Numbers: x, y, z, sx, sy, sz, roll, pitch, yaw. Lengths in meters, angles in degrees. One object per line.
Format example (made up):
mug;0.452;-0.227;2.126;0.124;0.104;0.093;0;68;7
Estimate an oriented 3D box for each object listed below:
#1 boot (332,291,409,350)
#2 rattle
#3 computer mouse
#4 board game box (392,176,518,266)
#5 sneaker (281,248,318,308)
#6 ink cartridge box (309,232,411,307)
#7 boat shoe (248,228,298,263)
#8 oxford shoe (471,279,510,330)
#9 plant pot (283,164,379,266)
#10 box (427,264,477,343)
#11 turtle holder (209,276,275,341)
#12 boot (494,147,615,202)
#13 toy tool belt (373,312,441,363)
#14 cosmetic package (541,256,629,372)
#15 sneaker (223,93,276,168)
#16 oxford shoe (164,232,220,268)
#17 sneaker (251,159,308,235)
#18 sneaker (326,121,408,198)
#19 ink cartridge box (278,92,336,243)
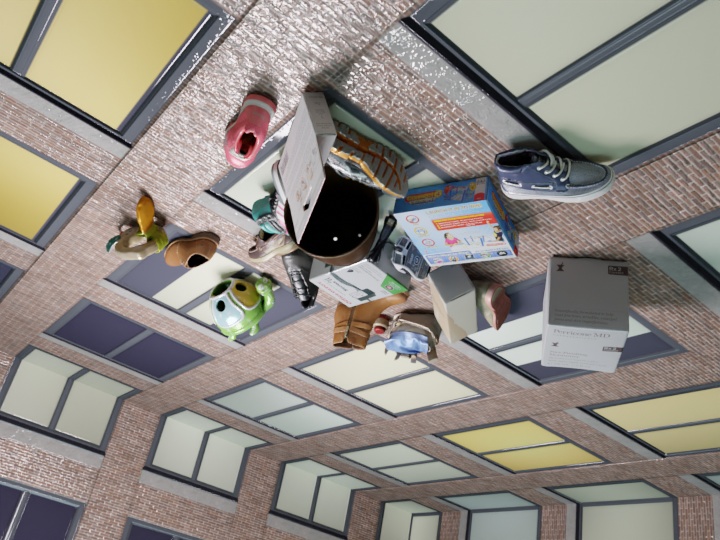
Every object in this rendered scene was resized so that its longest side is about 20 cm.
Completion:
boot;0.021;0.115;1.723;0.196;0.158;0.077;-2;148;23
rattle;-0.553;-0.106;1.661;0.198;0.130;0.144;22;152;43
computer mouse;0.088;-0.034;1.517;0.043;0.112;0.199;10;164;40
board game box;0.194;-0.091;1.406;0.197;0.057;0.196;-6;145;29
sneaker;-0.139;0.019;1.687;0.074;0.092;0.201;-5;146;15
ink cartridge box;0.000;0.000;1.609;0.146;0.084;0.198;34;145;-32
boat shoe;-0.202;-0.071;1.600;0.198;0.072;0.073;-11;114;53
oxford shoe;0.305;0.075;1.659;0.073;0.071;0.201;26;160;30
plant pot;-0.040;-0.085;1.411;0.183;0.191;0.200;6;164;12
box;0.215;0.074;1.621;0.077;0.096;0.201;-25;146;-4
turtle holder;-0.313;0.090;1.832;0.183;0.142;0.133;-4;131;43
boot;0.329;-0.168;1.204;0.196;0.074;0.090;-2;153;26
toy tool belt;0.114;0.180;1.832;0.196;0.125;0.125;0;148;21
cosmetic package;0.476;0.096;1.505;0.161;0.168;0.201;3;149;13
sneaker;-0.217;-0.235;1.288;0.073;0.088;0.200;21;150;-14
oxford shoe;-0.426;-0.036;1.728;0.198;0.072;0.071;-16;142;43
sneaker;-0.173;-0.144;1.439;0.118;0.085;0.202;1;139;20
sneaker;0.002;-0.194;1.291;0.198;0.079;0.077;34;145;-14
ink cartridge box;-0.088;-0.176;1.234;0.044;0.179;0.201;-5;152;-23
